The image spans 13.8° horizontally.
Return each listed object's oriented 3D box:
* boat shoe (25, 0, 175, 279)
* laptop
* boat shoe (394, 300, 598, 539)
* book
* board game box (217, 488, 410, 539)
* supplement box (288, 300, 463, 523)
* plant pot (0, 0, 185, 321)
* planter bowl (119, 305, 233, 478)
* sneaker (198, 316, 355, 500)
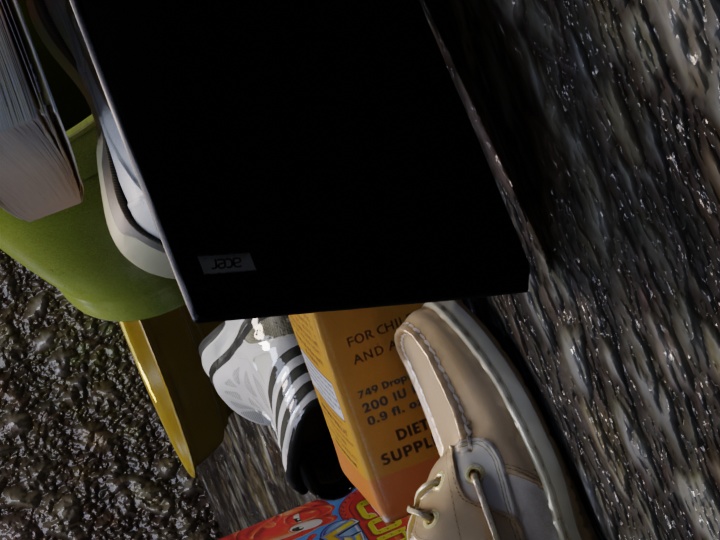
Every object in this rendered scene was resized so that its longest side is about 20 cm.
[{"bbox_3d":[-0.081,-0.094,1.179,0.068,0.075,0.200,-61,42,44],"label":"boat shoe"},{"bbox_3d":[-0.063,-0.056,1.034,0.200,0.177,0.104,13,101,39],"label":"laptop"},{"bbox_3d":[0.051,0.103,1.168,0.074,0.069,0.200,87,159,-66],"label":"boat shoe"},{"bbox_3d":[-0.165,-0.128,1.193,0.134,0.048,0.200,75,175,-78],"label":"book"},{"bbox_3d":[-0.033,0.199,1.526,0.200,0.196,0.056,-130,19,-63],"label":"board game box"},{"bbox_3d":[0.000,0.000,1.243,0.069,0.066,0.200,-134,23,-69],"label":"supplement box"},{"bbox_3d":[-0.154,-0.076,1.698,0.193,0.200,0.200,58,-179,-46],"label":"plant pot"},{"bbox_3d":[-0.115,0.033,2.014,0.200,0.083,0.201,158,90,-81],"label":"planter bowl"},{"bbox_3d":[-0.040,0.081,1.632,0.201,0.076,0.116,100,157,-71],"label":"sneaker"}]
